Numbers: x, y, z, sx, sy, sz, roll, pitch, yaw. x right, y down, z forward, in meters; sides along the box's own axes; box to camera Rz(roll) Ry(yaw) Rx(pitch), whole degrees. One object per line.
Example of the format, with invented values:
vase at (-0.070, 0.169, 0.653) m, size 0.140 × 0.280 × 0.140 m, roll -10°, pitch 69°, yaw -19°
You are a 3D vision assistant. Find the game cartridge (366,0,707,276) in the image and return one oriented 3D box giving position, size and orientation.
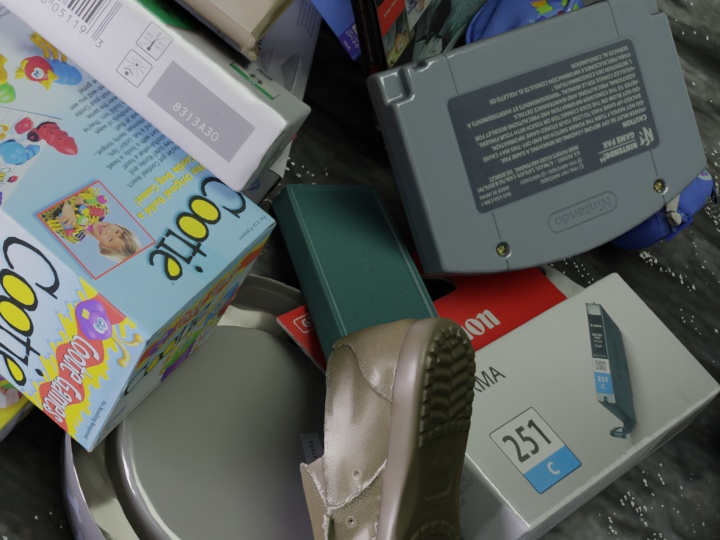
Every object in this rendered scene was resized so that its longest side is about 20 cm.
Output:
game cartridge at (0.105, -0.074, 0.940) m, size 0.199 × 0.041 × 0.134 m, roll -21°, pitch 102°, yaw -27°

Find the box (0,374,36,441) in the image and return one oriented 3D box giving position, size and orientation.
box at (-0.221, 0.047, 0.800) m, size 0.117 × 0.048 × 0.200 m, roll 43°, pitch 52°, yaw -1°

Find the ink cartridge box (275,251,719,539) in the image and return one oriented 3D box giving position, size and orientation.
ink cartridge box at (0.080, 0.046, 0.898) m, size 0.176 × 0.045 × 0.199 m, roll 48°, pitch 42°, yaw 16°

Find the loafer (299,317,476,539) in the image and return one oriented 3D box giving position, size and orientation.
loafer at (0.008, 0.118, 0.794) m, size 0.076 × 0.067 × 0.202 m, roll 10°, pitch 92°, yaw -55°

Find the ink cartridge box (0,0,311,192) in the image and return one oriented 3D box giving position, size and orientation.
ink cartridge box at (-0.095, -0.119, 0.843) m, size 0.161 × 0.050 × 0.200 m, roll 38°, pitch 14°, yaw -3°

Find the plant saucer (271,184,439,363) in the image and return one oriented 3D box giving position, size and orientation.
plant saucer at (0.000, 0.000, 0.903) m, size 0.069 × 0.019 × 0.200 m, roll 0°, pitch 29°, yaw -13°

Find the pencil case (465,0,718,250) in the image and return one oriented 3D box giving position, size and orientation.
pencil case at (0.149, -0.095, 1.042) m, size 0.200 × 0.078 × 0.087 m, roll 48°, pitch 3°, yaw -30°

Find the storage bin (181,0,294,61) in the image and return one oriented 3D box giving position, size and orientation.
storage bin at (-0.102, -0.205, 0.822) m, size 0.200 × 0.199 × 0.094 m, roll 38°, pitch 94°, yaw -8°

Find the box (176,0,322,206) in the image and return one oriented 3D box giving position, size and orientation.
box at (-0.125, -0.146, 0.976) m, size 0.199 × 0.041 × 0.157 m, roll 24°, pitch 52°, yaw -17°

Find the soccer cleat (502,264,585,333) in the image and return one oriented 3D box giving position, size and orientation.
soccer cleat at (0.076, 0.061, 0.964) m, size 0.078 × 0.069 × 0.200 m, roll 43°, pitch 44°, yaw 8°

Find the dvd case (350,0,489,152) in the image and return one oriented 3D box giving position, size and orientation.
dvd case at (0.047, -0.173, 0.977) m, size 0.022 × 0.200 × 0.146 m, roll 28°, pitch 71°, yaw 21°

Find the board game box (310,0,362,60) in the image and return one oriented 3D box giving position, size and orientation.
board game box at (-0.014, -0.235, 1.063) m, size 0.201 × 0.045 × 0.152 m, roll 53°, pitch 30°, yaw 7°

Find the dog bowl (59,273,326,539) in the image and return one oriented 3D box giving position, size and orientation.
dog bowl at (-0.065, 0.102, 0.854) m, size 0.199 × 0.059 × 0.202 m, roll 15°, pitch 57°, yaw -24°

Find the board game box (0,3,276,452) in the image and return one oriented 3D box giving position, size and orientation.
board game box at (-0.159, -0.032, 0.780) m, size 0.200 × 0.103 × 0.105 m, roll 40°, pitch 47°, yaw 6°
